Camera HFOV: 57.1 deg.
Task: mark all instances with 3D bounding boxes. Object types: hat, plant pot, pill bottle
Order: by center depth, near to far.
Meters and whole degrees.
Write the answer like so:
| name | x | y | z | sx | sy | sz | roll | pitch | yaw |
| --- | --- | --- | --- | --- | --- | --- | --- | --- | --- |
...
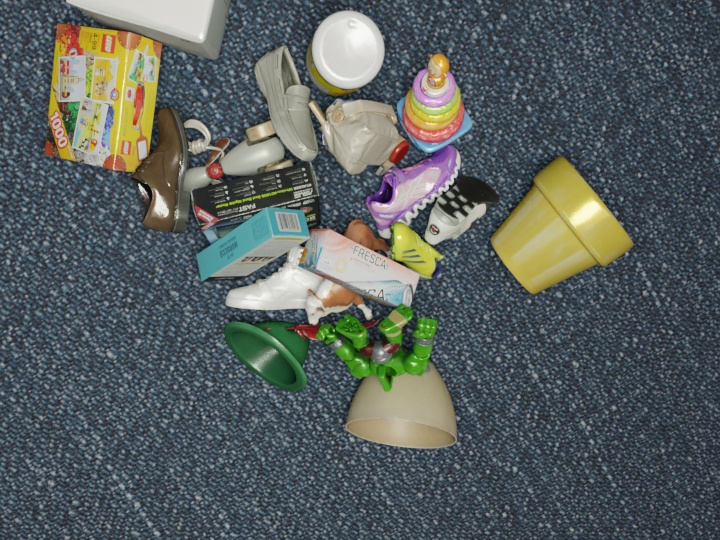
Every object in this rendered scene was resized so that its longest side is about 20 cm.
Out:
| name | x | y | z | sx | sy | sz | roll | pitch | yaw |
| --- | --- | --- | --- | --- | --- | --- | --- | --- | --- |
| pill bottle | -0.030 | -0.336 | 1.045 | 0.108 | 0.200 | 0.111 | -2 | 101 | -8 |
| plant pot | 0.341 | -0.065 | 1.169 | 0.189 | 0.201 | 0.201 | -41 | 104 | 17 |
| plant pot | 0.079 | 0.229 | 1.192 | 0.198 | 0.201 | 0.136 | 13 | 64 | -11 |
| hat | -0.118 | 0.102 | 1.196 | 0.200 | 0.165 | 0.177 | 45 | 57 | -14 |

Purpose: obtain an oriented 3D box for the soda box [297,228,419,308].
| name | x | y | z | sx | sy | sz | roll | pitch | yaw |
| --- | --- | --- | --- | --- | --- | --- | --- | --- | --- |
| soda box | 0.000 | 0.000 | 1.083 | 0.199 | 0.063 | 0.069 | 25 | 80 | -32 |

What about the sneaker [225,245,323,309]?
| name | x | y | z | sx | sy | sz | roll | pitch | yaw |
| --- | --- | --- | --- | --- | --- | --- | --- | --- | --- |
| sneaker | -0.139 | 0.008 | 1.165 | 0.198 | 0.074 | 0.117 | -3 | 100 | -18 |

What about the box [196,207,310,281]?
| name | x | y | z | sx | sy | sz | roll | pitch | yaw |
| --- | --- | --- | --- | --- | --- | --- | --- | --- | --- |
| box | -0.178 | -0.039 | 1.081 | 0.082 | 0.199 | 0.050 | -1 | 70 | -49 |

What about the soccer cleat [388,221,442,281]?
| name | x | y | z | sx | sy | sz | roll | pitch | yaw |
| --- | --- | --- | --- | --- | --- | --- | --- | --- | --- |
| soccer cleat | 0.097 | -0.035 | 1.135 | 0.083 | 0.200 | 0.066 | -4 | 70 | 14 |

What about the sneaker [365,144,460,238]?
| name | x | y | z | sx | sy | sz | roll | pitch | yaw |
| --- | --- | --- | --- | --- | --- | --- | --- | --- | --- |
| sneaker | 0.087 | -0.152 | 1.152 | 0.200 | 0.081 | 0.088 | -45 | 119 | 2 |

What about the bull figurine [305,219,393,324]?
| name | x | y | z | sx | sy | sz | roll | pitch | yaw |
| --- | --- | --- | --- | --- | --- | --- | --- | --- | --- |
| bull figurine | -0.019 | 0.014 | 1.152 | 0.121 | 0.065 | 0.202 | 34 | 76 | -41 |

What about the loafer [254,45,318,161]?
| name | x | y | z | sx | sy | sz | roll | pitch | yaw |
| --- | --- | --- | --- | --- | --- | --- | --- | --- | --- |
| loafer | -0.112 | -0.272 | 1.073 | 0.069 | 0.070 | 0.202 | -32 | 75 | 30 |

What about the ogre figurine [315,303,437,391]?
| name | x | y | z | sx | sy | sz | roll | pitch | yaw |
| --- | --- | --- | --- | --- | --- | --- | --- | --- | --- |
| ogre figurine | 0.034 | 0.130 | 1.101 | 0.198 | 0.099 | 0.121 | -17 | 125 | 2 |

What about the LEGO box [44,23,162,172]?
| name | x | y | z | sx | sy | sz | roll | pitch | yaw |
| --- | --- | --- | --- | --- | --- | --- | --- | --- | --- |
| LEGO box | -0.402 | -0.267 | 1.034 | 0.147 | 0.077 | 0.203 | 13 | 100 | 21 |

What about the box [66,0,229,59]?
| name | x | y | z | sx | sy | sz | roll | pitch | yaw |
| --- | --- | --- | --- | --- | --- | --- | --- | --- | --- |
| box | -0.297 | -0.435 | 0.987 | 0.198 | 0.199 | 0.173 | 13 | 99 | -9 |

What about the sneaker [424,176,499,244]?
| name | x | y | z | sx | sy | sz | roll | pitch | yaw |
| --- | --- | --- | --- | --- | --- | --- | --- | --- | --- |
| sneaker | 0.171 | -0.103 | 1.162 | 0.074 | 0.199 | 0.089 | 44 | 131 | 17 |

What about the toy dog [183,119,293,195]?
| name | x | y | z | sx | sy | sz | roll | pitch | yaw |
| --- | --- | --- | --- | --- | --- | --- | --- | --- | --- |
| toy dog | -0.204 | -0.187 | 1.118 | 0.197 | 0.096 | 0.134 | 2 | 104 | 6 |

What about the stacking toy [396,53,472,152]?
| name | x | y | z | sx | sy | sz | roll | pitch | yaw |
| --- | --- | --- | --- | --- | --- | --- | --- | --- | --- |
| stacking toy | 0.121 | -0.287 | 1.073 | 0.109 | 0.200 | 0.117 | -30 | 78 | -4 |

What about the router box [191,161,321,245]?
| name | x | y | z | sx | sy | sz | roll | pitch | yaw |
| --- | --- | --- | --- | --- | --- | --- | --- | --- | --- |
| router box | -0.165 | -0.101 | 1.092 | 0.198 | 0.150 | 0.063 | -14 | 77 | -5 |

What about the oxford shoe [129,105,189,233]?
| name | x | y | z | sx | sy | sz | roll | pitch | yaw |
| --- | --- | --- | --- | --- | --- | --- | --- | --- | --- |
| oxford shoe | -0.310 | -0.161 | 1.022 | 0.084 | 0.072 | 0.203 | 3 | 78 | -28 |

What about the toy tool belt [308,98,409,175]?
| name | x | y | z | sx | sy | sz | roll | pitch | yaw |
| --- | --- | --- | --- | --- | --- | --- | --- | --- | --- |
| toy tool belt | -0.001 | -0.237 | 1.100 | 0.123 | 0.200 | 0.125 | 44 | 112 | 15 |
